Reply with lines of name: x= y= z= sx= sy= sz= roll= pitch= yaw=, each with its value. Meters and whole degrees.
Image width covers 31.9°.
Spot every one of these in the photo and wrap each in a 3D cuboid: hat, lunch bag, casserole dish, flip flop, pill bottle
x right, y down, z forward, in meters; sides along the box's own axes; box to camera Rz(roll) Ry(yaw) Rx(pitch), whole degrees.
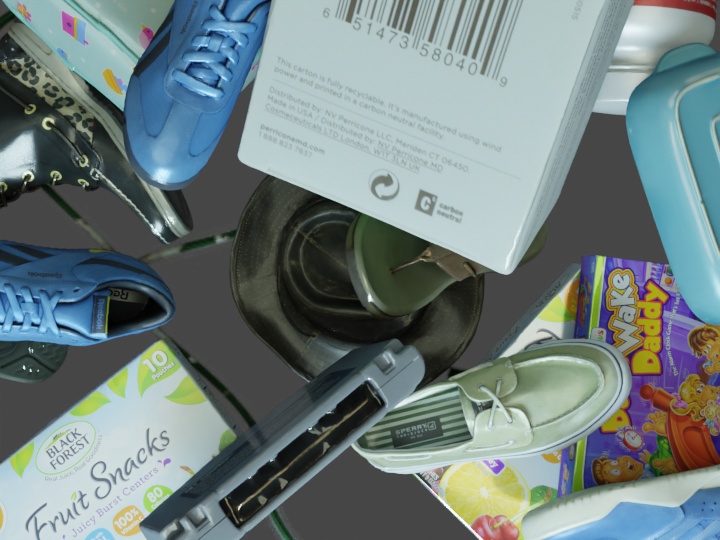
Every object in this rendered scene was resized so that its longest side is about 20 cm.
hat: x=0.000 y=0.000 z=0.922 sx=0.198 sy=0.081 sz=0.203 roll=0 pitch=90 yaw=-2
lunch bag: x=-0.150 y=-0.207 z=0.899 sx=0.200 sy=0.077 sz=0.161 roll=42 pitch=61 yaw=-3
casserole dish: x=0.255 y=-0.058 z=0.849 sx=0.120 sy=0.039 sz=0.202 roll=-20 pitch=92 yaw=-18
flip flop: x=0.068 y=-0.022 z=0.884 sx=0.199 sy=0.057 sz=0.082 roll=-13 pitch=83 yaw=-39
pill bottle: x=0.201 y=-0.217 z=0.907 sx=0.111 sy=0.112 sz=0.202 roll=3 pitch=90 yaw=-1

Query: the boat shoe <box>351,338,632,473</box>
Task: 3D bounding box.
boat shoe: x=0.087 y=0.099 z=0.859 sx=0.199 sy=0.062 sz=0.073 roll=-22 pitch=76 yaw=18

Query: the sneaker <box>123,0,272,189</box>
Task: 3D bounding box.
sneaker: x=-0.095 y=-0.149 z=0.806 sx=0.066 sy=0.078 sz=0.202 roll=27 pitch=66 yaw=-17

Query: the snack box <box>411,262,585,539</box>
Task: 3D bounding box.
snack box: x=0.144 y=0.114 z=0.937 sx=0.142 sy=0.053 sz=0.200 roll=44 pitch=88 yaw=-3

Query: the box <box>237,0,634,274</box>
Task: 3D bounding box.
box: x=0.056 y=-0.144 z=0.816 sx=0.198 sy=0.171 sz=0.201 roll=23 pitch=117 yaw=11

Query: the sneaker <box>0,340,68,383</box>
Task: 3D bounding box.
sneaker: x=-0.309 y=0.012 z=0.928 sx=0.199 sy=0.114 sz=0.077 roll=31 pitch=84 yaw=-29

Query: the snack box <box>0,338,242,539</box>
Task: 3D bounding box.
snack box: x=-0.180 y=0.166 z=0.927 sx=0.199 sy=0.053 sz=0.143 roll=-38 pitch=90 yaw=-2

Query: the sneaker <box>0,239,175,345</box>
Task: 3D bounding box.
sneaker: x=-0.223 y=0.019 z=0.874 sx=0.199 sy=0.078 sz=0.067 roll=-1 pitch=106 yaw=-36

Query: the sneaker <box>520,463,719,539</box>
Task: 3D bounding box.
sneaker: x=0.210 y=0.190 z=0.828 sx=0.198 sy=0.077 sz=0.112 roll=-9 pitch=80 yaw=-10

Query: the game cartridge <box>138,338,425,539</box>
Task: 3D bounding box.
game cartridge: x=-0.054 y=0.120 z=0.838 sx=0.200 sy=0.133 sz=0.042 roll=-38 pitch=90 yaw=-19

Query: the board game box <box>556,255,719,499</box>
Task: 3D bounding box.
board game box: x=0.215 y=0.097 z=0.892 sx=0.133 sy=0.045 sz=0.202 roll=6 pitch=88 yaw=-4

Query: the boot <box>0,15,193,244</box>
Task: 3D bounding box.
boot: x=-0.233 y=-0.066 z=0.924 sx=0.153 sy=0.073 sz=0.204 roll=-40 pitch=85 yaw=2
